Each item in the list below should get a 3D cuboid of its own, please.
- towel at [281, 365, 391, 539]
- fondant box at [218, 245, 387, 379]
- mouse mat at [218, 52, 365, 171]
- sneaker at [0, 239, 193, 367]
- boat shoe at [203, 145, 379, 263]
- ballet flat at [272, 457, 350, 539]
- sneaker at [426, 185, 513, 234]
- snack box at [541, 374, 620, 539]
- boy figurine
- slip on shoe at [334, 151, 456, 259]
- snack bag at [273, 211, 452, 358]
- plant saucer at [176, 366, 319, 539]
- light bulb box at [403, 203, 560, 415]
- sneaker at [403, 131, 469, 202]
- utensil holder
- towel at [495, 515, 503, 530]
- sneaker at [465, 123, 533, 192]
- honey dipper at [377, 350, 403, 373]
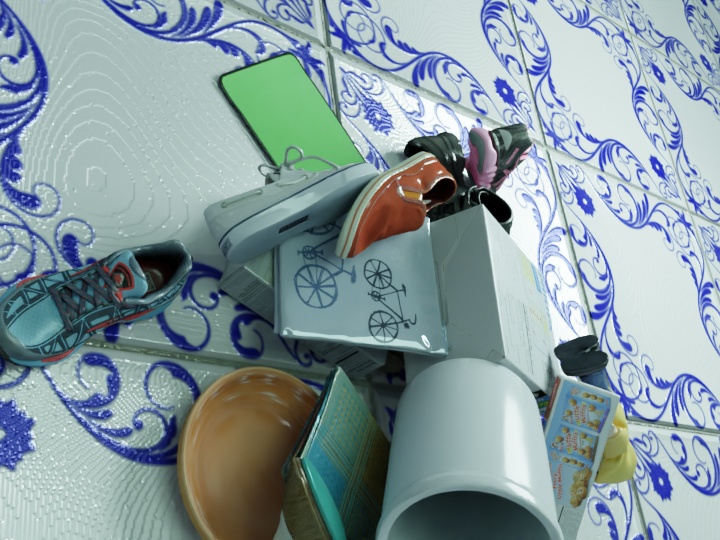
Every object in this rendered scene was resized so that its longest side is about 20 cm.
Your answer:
[{"bbox_3d":[-0.001,0.218,0.833,0.201,0.022,0.147,59,34,-26],"label":"towel"},{"bbox_3d":[-0.048,0.009,0.941,0.199,0.058,0.145,37,45,-23],"label":"fondant box"},{"bbox_3d":[-0.080,-0.184,1.066,0.201,0.008,0.161,55,41,-1],"label":"mouse mat"},{"bbox_3d":[-0.233,0.015,0.733,0.199,0.095,0.080,-30,87,-48],"label":"sneaker"},{"bbox_3d":[-0.076,-0.084,0.862,0.201,0.075,0.086,-29,72,-27],"label":"boat shoe"},{"bbox_3d":[-0.034,0.254,0.739,0.201,0.072,0.068,60,5,-30],"label":"ballet flat"},{"bbox_3d":[0.107,-0.075,1.066,0.198,0.100,0.071,16,46,-3],"label":"sneaker"},{"bbox_3d":[0.227,0.225,0.929,0.071,0.024,0.202,18,88,-1],"label":"snack box"},{"bbox_3d":[0.293,0.177,1.019,0.125,0.064,0.202,-95,167,-63],"label":"boy figurine"},{"bbox_3d":[0.041,-0.069,0.903,0.061,0.074,0.200,35,44,17],"label":"slip on shoe"},{"bbox_3d":[0.000,0.000,0.901,0.198,0.021,0.190,9,57,-22],"label":"snack bag"},{"bbox_3d":[-0.092,0.195,0.803,0.199,0.037,0.202,23,52,-33],"label":"plant saucer"},{"bbox_3d":[0.146,0.064,1.001,0.200,0.124,0.200,39,41,-49],"label":"light bulb box"},{"bbox_3d":[0.116,-0.104,1.167,0.090,0.076,0.202,-5,63,-34],"label":"sneaker"},{"bbox_3d":[0.104,0.207,0.810,0.170,0.170,0.201,43,24,-15],"label":"utensil holder"},{"bbox_3d":[0.152,0.390,0.853,0.201,0.034,0.194,-64,145,-42],"label":"towel"},{"bbox_3d":[0.203,-0.157,1.191,0.094,0.200,0.080,-21,79,-2],"label":"sneaker"},{"bbox_3d":[0.046,0.038,1.034,0.038,0.038,0.201,35,42,-23],"label":"honey dipper"}]
